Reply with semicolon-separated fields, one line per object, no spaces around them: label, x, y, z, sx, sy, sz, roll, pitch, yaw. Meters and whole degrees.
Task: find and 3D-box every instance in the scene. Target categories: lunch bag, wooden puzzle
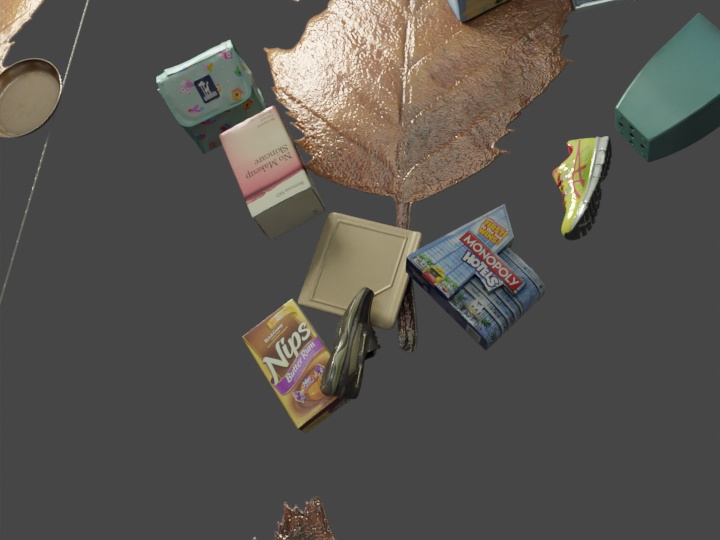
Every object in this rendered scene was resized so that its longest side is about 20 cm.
lunch bag;-0.286;-0.344;1.494;0.168;0.200;0.124;-24;65;2
wooden puzzle;0.000;0.000;1.389;0.197;0.037;0.188;13;74;22

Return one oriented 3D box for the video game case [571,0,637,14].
video game case;0.500;-0.602;1.499;0.196;0.023;0.186;-10;68;10

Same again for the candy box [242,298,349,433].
candy box;-0.108;0.165;1.338;0.116;0.057;0.201;-36;65;-2

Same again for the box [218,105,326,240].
box;-0.168;-0.185;1.455;0.126;0.109;0.202;-27;66;2

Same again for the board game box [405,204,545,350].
board game box;0.214;-0.007;1.307;0.199;0.062;0.200;-41;70;-16

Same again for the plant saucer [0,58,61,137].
plant saucer;-0.749;-0.379;1.710;0.196;0.032;0.204;-4;69;11

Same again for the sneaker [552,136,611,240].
sneaker;0.374;-0.144;1.336;0.089;0.078;0.203;12;67;26

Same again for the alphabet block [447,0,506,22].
alphabet block;0.236;-0.649;1.490;0.197;0.196;0.199;-25;68;4

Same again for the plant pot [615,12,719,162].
plant pot;0.544;-0.295;1.313;0.199;0.141;0.142;-39;65;4

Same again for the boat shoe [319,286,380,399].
boat shoe;-0.007;0.126;1.289;0.072;0.075;0.203;24;64;-9
